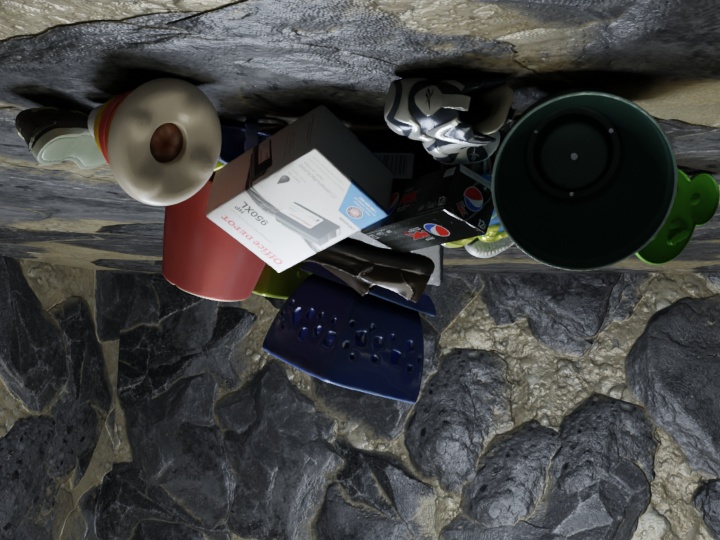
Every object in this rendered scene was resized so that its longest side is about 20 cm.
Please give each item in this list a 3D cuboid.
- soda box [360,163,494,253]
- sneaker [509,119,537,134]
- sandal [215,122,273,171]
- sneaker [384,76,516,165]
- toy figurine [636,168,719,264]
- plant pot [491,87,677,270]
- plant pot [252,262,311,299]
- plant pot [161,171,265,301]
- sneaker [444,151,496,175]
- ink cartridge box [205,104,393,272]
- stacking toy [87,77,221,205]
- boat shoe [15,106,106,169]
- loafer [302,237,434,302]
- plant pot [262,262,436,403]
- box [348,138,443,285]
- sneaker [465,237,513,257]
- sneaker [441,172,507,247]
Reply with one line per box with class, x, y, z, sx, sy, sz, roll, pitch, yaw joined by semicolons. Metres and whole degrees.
soda box;0.084;-0.073;1.267;0.070;0.064;0.199;27;162;-24
sneaker;0.232;-0.142;1.348;0.073;0.083;0.200;1;175;22
sandal;-0.129;-0.156;1.395;0.086;0.081;0.199;-7;172;38
sneaker;0.133;-0.165;1.137;0.129;0.080;0.198;9;170;40
toy figurine;0.436;-0.107;1.624;0.198;0.152;0.184;-22;-160;-24
plant pot;0.247;-0.117;1.158;0.198;0.203;0.134;2;-158;5
plant pot;-0.147;-0.057;1.746;0.199;0.184;0.198;18;-175;37
plant pot;-0.209;-0.062;1.523;0.198;0.179;0.201;16;-165;-4
sneaker;0.164;-0.150;1.408;0.087;0.075;0.200;-6;-178;-1
ink cartridge box;-0.079;-0.099;1.308;0.199;0.085;0.144;-26;130;33
stacking toy;-0.272;-0.170;1.219;0.145;0.148;0.199;7;-168;-43
boat shoe;-0.377;-0.179;1.336;0.072;0.061;0.201;-45;173;12
loafer;0.000;0.000;1.385;0.198;0.072;0.073;13;-168;18
plant pot;-0.009;0.088;1.636;0.199;0.182;0.199;20;180;-38
box;0.047;-0.083;1.456;0.147;0.108;0.201;2;140;6
sneaker;0.180;-0.065;1.512;0.079;0.200;0.130;38;137;-10
sneaker;0.191;-0.089;1.348;0.198;0.076;0.105;-21;161;-21
